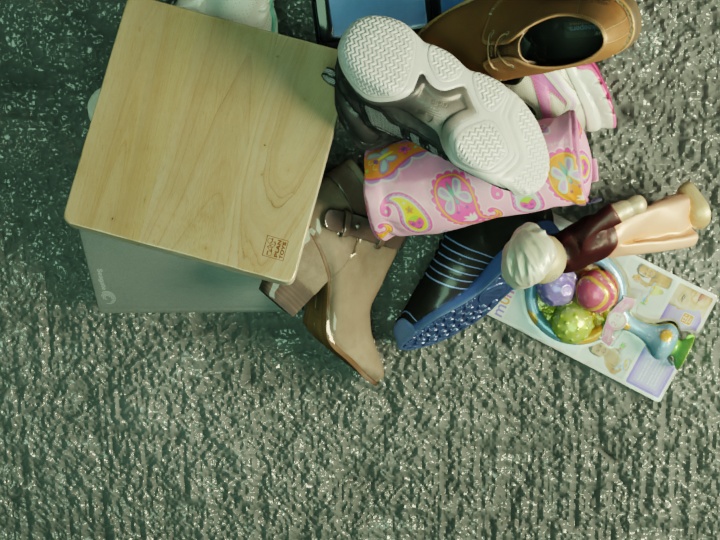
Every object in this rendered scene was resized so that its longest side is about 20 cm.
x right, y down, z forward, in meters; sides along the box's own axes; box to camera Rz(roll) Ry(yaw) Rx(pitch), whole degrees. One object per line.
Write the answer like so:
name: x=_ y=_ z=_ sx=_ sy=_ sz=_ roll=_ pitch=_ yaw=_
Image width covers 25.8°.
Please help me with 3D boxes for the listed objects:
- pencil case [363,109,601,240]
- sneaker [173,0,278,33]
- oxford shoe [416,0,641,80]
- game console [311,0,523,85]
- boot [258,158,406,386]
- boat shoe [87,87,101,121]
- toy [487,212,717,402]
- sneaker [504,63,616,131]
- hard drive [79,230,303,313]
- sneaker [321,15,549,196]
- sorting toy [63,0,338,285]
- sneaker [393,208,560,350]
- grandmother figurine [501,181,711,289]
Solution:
pencil case: x=0.100 y=-0.079 z=1.332 sx=0.197 sy=0.088 sz=0.089 roll=-10 pitch=106 yaw=11
sneaker: x=-0.098 y=-0.242 z=1.369 sx=0.088 sy=0.076 sz=0.200 roll=38 pitch=120 yaw=-11
oxford shoe: x=0.117 y=-0.183 z=1.243 sx=0.198 sy=0.071 sz=0.072 roll=-7 pitch=108 yaw=34
game console: x=0.040 y=-0.253 z=1.313 sx=0.170 sy=0.119 sz=0.203 roll=-7 pitch=107 yaw=-1
boot: x=0.000 y=0.000 z=1.427 sx=0.147 sy=0.070 sz=0.200 roll=-52 pitch=134 yaw=-5
boat shoe: x=-0.146 y=-0.122 z=1.416 sx=0.197 sy=0.073 sz=0.069 roll=4 pitch=145 yaw=0
toy: x=0.210 y=0.033 z=1.424 sx=0.198 sy=0.047 sz=0.116 roll=26 pitch=109 yaw=-2
sneaker: x=0.142 y=-0.194 z=1.342 sx=0.087 sy=0.081 sz=0.202 roll=-25 pitch=102 yaw=13
hard drive: x=-0.156 y=-0.024 z=1.443 sx=0.197 sy=0.033 sz=0.141 roll=-1 pitch=128 yaw=9
sneaker: x=0.057 y=-0.122 z=1.276 sx=0.199 sy=0.114 sz=0.076 roll=35 pitch=70 yaw=-8
sorting toy: x=-0.126 y=-0.105 z=1.332 sx=0.196 sy=0.070 sz=0.203 roll=15 pitch=80 yaw=1
sneaker: x=0.096 y=-0.007 z=1.422 sx=0.200 sy=0.070 sz=0.079 roll=-40 pitch=63 yaw=28
grandmother figurine: x=0.204 y=-0.027 z=1.333 sx=0.061 sy=0.198 sz=0.122 roll=60 pitch=150 yaw=25
